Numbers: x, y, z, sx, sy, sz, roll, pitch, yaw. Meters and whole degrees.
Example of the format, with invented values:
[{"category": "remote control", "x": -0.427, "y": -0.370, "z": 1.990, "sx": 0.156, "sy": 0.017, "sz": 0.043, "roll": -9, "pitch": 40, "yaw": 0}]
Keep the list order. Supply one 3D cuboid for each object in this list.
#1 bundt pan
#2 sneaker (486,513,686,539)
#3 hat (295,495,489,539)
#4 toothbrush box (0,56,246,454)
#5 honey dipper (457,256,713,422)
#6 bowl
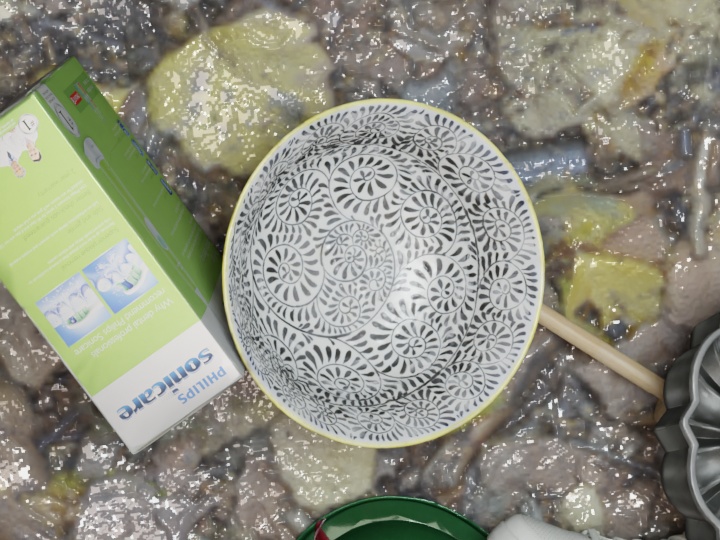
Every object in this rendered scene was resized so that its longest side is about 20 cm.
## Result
[{"category": "bundt pan", "x": 0.259, "y": 0.102, "z": 1.267, "sx": 0.200, "sy": 0.076, "sz": 0.204, "roll": 3, "pitch": 82, "yaw": -24}, {"category": "sneaker", "x": 0.185, "y": 0.178, "z": 1.325, "sx": 0.199, "sy": 0.074, "sz": 0.116, "roll": 32, "pitch": 100, "yaw": -16}, {"category": "hat", "x": 0.016, "y": 0.238, "z": 1.283, "sx": 0.199, "sy": 0.176, "sz": 0.166, "roll": 34, "pitch": 102, "yaw": -7}, {"category": "toothbrush box", "x": -0.152, "y": -0.013, "z": 1.244, "sx": 0.086, "sy": 0.146, "sz": 0.200, "roll": -36, "pitch": 101, "yaw": 9}, {"category": "honey dipper", "x": 0.146, "y": 0.048, "z": 1.309, "sx": 0.199, "sy": 0.038, "sz": 0.038, "roll": 32, "pitch": 102, "yaw": -5}, {"category": "bowl", "x": 0.000, "y": 0.000, "z": 1.257, "sx": 0.199, "sy": 0.094, "sz": 0.203, "roll": -1, "pitch": 93, "yaw": -21}]
